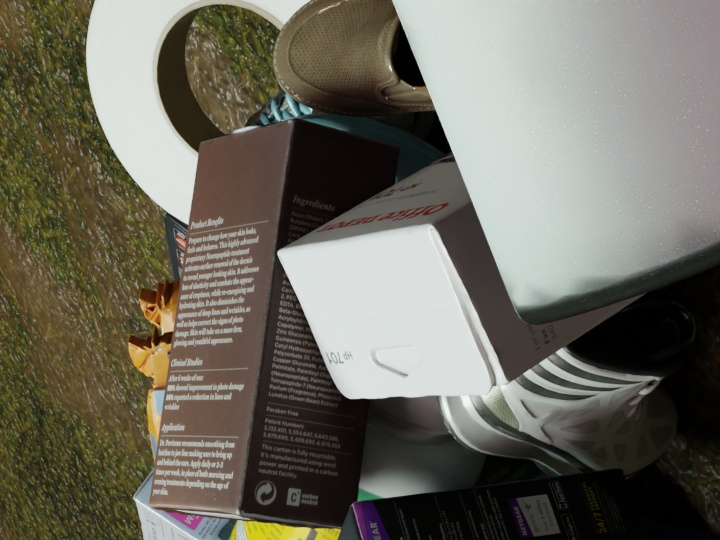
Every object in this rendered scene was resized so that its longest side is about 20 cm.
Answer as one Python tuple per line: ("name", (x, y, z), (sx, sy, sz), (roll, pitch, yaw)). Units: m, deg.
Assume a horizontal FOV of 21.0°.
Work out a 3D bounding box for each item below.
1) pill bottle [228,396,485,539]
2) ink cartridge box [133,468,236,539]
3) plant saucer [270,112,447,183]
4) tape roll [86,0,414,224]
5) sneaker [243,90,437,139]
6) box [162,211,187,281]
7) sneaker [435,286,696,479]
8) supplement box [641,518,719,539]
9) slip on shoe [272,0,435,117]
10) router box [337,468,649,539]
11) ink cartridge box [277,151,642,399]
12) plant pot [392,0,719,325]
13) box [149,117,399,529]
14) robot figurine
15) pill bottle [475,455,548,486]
("pill bottle", (0.003, 0.114, 1.079), (0.113, 0.113, 0.200), (44, 127, 27))
("ink cartridge box", (-0.054, 0.202, 1.261), (0.200, 0.042, 0.119), (34, 162, 9))
("plant saucer", (0.000, 0.000, 1.106), (0.200, 0.027, 0.201), (10, 119, 18))
("tape roll", (-0.064, -0.111, 1.121), (0.202, 0.037, 0.203), (11, 118, 22))
("sneaker", (-0.025, -0.083, 1.177), (0.078, 0.086, 0.200), (58, 147, 6))
("box", (-0.060, 0.054, 1.408), (0.200, 0.044, 0.160), (37, 144, 36))
("sneaker", (0.139, 0.062, 1.005), (0.115, 0.200, 0.076), (-23, 68, 33))
("supplement box", (0.165, 0.248, 1.094), (0.109, 0.109, 0.200), (12, 134, -4))
("slip on shoe", (0.028, -0.114, 0.991), (0.200, 0.061, 0.076), (9, 94, 37))
("router box", (0.050, 0.184, 1.025), (0.200, 0.149, 0.051), (109, 150, -49))
("ink cartridge box", (0.084, -0.021, 0.943), (0.146, 0.200, 0.086), (-8, 108, 58))
("plant pot", (0.152, -0.112, 0.778), (0.177, 0.199, 0.200), (-6, 111, 47))
("box", (-0.045, 0.030, 1.003), (0.100, 0.075, 0.201), (-6, 76, 57))
("robot figurine", (-0.123, 0.115, 1.407), (0.145, 0.058, 0.200), (-87, -8, -64))
("pill bottle", (0.030, 0.068, 1.205), (0.200, 0.113, 0.113), (58, 152, 2))
